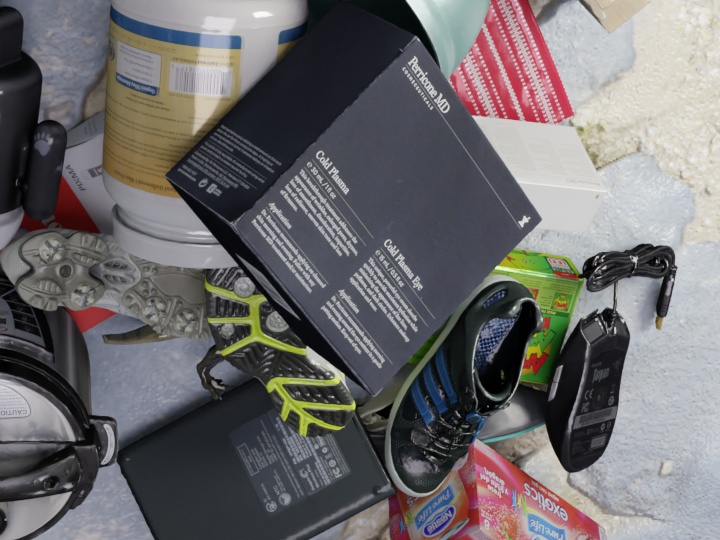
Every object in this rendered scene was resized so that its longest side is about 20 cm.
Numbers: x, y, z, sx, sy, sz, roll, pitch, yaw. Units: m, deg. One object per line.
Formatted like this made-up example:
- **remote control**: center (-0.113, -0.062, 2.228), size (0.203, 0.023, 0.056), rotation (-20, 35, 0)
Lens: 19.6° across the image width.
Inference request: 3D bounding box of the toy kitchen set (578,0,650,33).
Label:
- **toy kitchen set**: center (0.198, -0.298, 1.546), size (0.180, 0.163, 0.200), rotation (-38, 118, 7)

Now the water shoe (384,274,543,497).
- **water shoe**: center (0.081, 0.099, 1.690), size (0.071, 0.079, 0.201), rotation (20, 100, -22)

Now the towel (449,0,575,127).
- **towel**: center (0.059, -0.140, 1.671), size (0.199, 0.023, 0.145), rotation (-27, 117, -1)

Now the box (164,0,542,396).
- **box**: center (-0.002, -0.050, 1.473), size (0.182, 0.104, 0.200), rotation (-45, 129, -9)

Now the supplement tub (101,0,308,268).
- **supplement tub**: center (-0.116, -0.116, 1.525), size (0.144, 0.145, 0.201), rotation (1, 111, -13)

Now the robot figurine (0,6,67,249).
- **robot figurine**: center (-0.302, -0.102, 1.552), size (0.124, 0.150, 0.201), rotation (-3, 117, -30)

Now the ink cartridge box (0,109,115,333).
- **ink cartridge box**: center (-0.190, -0.039, 1.650), size (0.199, 0.050, 0.161), rotation (-31, 118, 1)

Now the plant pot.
- **plant pot**: center (0.023, -0.240, 1.535), size (0.134, 0.200, 0.201), rotation (-48, 119, -18)

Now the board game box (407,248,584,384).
- **board game box**: center (0.076, 0.028, 1.741), size (0.199, 0.048, 0.102), rotation (9, 113, -16)

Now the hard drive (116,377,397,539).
- **hard drive**: center (-0.089, 0.169, 1.736), size (0.199, 0.033, 0.140), rotation (-28, 82, 4)

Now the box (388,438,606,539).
- **box**: center (0.123, 0.241, 1.793), size (0.099, 0.096, 0.200), rotation (-29, 133, 29)

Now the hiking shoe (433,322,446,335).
- **hiking shoe**: center (0.000, 0.000, 1.632), size (0.074, 0.087, 0.200), rotation (-44, 120, 10)

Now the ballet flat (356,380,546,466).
- **ballet flat**: center (0.068, 0.119, 1.773), size (0.199, 0.073, 0.073), rotation (-15, 118, -3)

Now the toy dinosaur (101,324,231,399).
- **toy dinosaur**: center (-0.107, 0.050, 1.706), size (0.199, 0.047, 0.089), rotation (-22, 116, -11)

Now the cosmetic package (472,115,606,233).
- **cosmetic package**: center (0.087, -0.079, 1.637), size (0.199, 0.083, 0.051), rotation (5, 129, -24)

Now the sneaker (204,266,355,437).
- **sneaker**: center (-0.071, 0.046, 1.642), size (0.075, 0.077, 0.201), rotation (-22, 129, 6)

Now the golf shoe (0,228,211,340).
- **golf shoe**: center (-0.186, 0.000, 1.625), size (0.199, 0.097, 0.079), rotation (14, 93, -31)

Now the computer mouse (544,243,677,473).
- **computer mouse**: center (0.208, 0.066, 1.772), size (0.140, 0.046, 0.201), rotation (-16, 120, -47)

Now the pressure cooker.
- **pressure cooker**: center (-0.290, 0.117, 1.613), size (0.176, 0.200, 0.179), rotation (-38, 116, 13)
